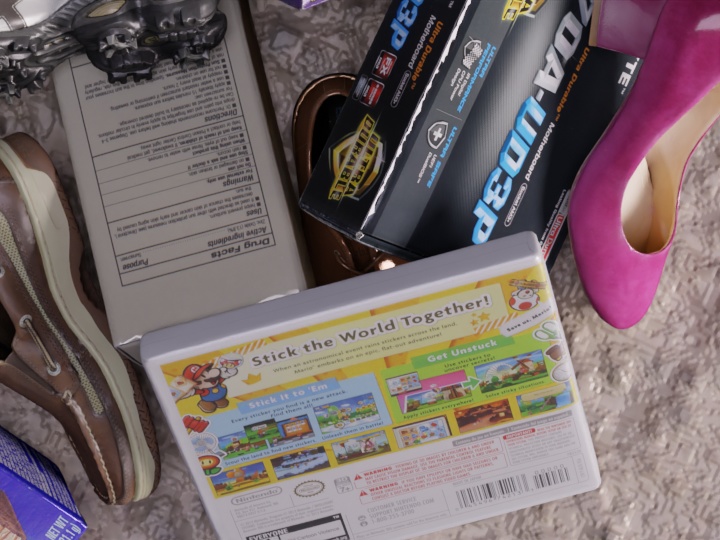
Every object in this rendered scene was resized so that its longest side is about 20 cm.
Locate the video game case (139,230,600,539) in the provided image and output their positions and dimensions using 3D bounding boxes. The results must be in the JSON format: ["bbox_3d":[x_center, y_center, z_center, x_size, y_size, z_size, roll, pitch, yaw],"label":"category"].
[{"bbox_3d":[0.009,0.071,1.443,0.199,0.023,0.182,-15,136,4],"label":"video game case"}]

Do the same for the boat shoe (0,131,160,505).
[{"bbox_3d":[-0.167,0.034,1.462,0.075,0.075,0.203,-26,106,-19],"label":"boat shoe"}]

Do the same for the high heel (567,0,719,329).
[{"bbox_3d":[0.160,-0.052,1.428,0.096,0.067,0.201,20,118,34],"label":"high heel"}]

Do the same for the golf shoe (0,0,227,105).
[{"bbox_3d":[-0.167,-0.135,1.402,0.199,0.078,0.095,-8,73,-5],"label":"golf shoe"}]

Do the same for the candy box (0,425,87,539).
[{"bbox_3d":[-0.267,0.127,1.447,0.200,0.077,0.169,37,95,-30],"label":"candy box"}]

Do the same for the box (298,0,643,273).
[{"bbox_3d":[0.070,-0.095,1.423,0.046,0.159,0.201,28,95,38],"label":"box"}]

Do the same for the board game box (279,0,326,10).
[{"bbox_3d":[0.028,-0.233,1.377,0.057,0.200,0.166,26,129,41],"label":"board game box"}]

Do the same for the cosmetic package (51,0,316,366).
[{"bbox_3d":[-0.092,-0.063,1.449,0.105,0.071,0.201,-13,79,4],"label":"cosmetic package"}]

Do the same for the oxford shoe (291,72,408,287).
[{"bbox_3d":[0.000,0.000,1.473,0.071,0.071,0.201,-14,95,1],"label":"oxford shoe"}]
